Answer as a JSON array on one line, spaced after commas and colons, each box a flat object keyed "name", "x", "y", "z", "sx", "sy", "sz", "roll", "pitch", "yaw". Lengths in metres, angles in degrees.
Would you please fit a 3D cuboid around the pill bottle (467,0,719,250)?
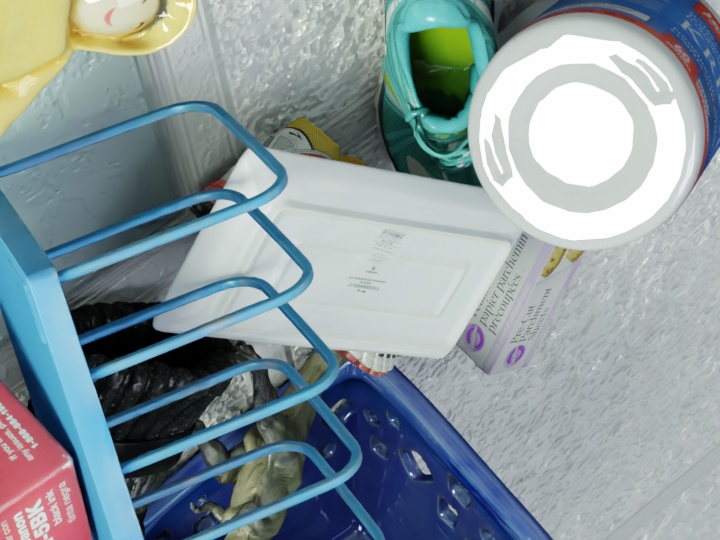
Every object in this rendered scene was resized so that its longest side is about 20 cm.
[{"name": "pill bottle", "x": 0.128, "y": -0.087, "z": 1.133, "sx": 0.112, "sy": 0.112, "sz": 0.200, "roll": -61, "pitch": 174, "yaw": 22}]

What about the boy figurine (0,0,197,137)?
[{"name": "boy figurine", "x": -0.155, "y": -0.093, "z": 0.929, "sx": 0.200, "sy": 0.064, "sz": 0.125, "roll": -20, "pitch": 135, "yaw": -35}]

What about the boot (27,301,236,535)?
[{"name": "boot", "x": -0.163, "y": 0.102, "z": 1.127, "sx": 0.211, "sy": 0.079, "sz": 0.158, "roll": -27, "pitch": 152, "yaw": -50}]

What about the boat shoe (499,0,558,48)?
[{"name": "boat shoe", "x": 0.079, "y": -0.055, "z": 1.265, "sx": 0.072, "sy": 0.068, "sz": 0.200, "roll": 6, "pitch": 120, "yaw": -54}]

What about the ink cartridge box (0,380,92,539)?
[{"name": "ink cartridge box", "x": -0.237, "y": 0.114, "z": 0.983, "sx": 0.200, "sy": 0.147, "sz": 0.083, "roll": -34, "pitch": 146, "yaw": -23}]

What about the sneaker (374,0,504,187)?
[{"name": "sneaker", "x": 0.040, "y": -0.083, "z": 1.155, "sx": 0.077, "sy": 0.080, "sz": 0.200, "roll": -4, "pitch": 138, "yaw": 8}]

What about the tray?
[{"name": "tray", "x": 0.000, "y": 0.000, "z": 1.138, "sx": 0.200, "sy": 0.022, "sz": 0.108, "roll": 8, "pitch": 120, "yaw": -43}]

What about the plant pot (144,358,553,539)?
[{"name": "plant pot", "x": -0.009, "y": 0.196, "z": 1.330, "sx": 0.200, "sy": 0.200, "sz": 0.180, "roll": -37, "pitch": 155, "yaw": -16}]

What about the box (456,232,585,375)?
[{"name": "box", "x": 0.115, "y": -0.028, "z": 1.372, "sx": 0.041, "sy": 0.039, "sz": 0.200, "roll": -8, "pitch": 132, "yaw": -46}]

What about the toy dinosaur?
[{"name": "toy dinosaur", "x": -0.057, "y": 0.091, "z": 1.253, "sx": 0.088, "sy": 0.047, "sz": 0.200, "roll": 38, "pitch": 61, "yaw": -23}]

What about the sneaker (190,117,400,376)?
[{"name": "sneaker", "x": -0.010, "y": -0.009, "z": 1.198, "sx": 0.082, "sy": 0.078, "sz": 0.200, "roll": -46, "pitch": 150, "yaw": -4}]

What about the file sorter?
[{"name": "file sorter", "x": -0.081, "y": 0.043, "z": 1.015, "sx": 0.122, "sy": 0.139, "sz": 0.201, "roll": -22, "pitch": 118, "yaw": -14}]
